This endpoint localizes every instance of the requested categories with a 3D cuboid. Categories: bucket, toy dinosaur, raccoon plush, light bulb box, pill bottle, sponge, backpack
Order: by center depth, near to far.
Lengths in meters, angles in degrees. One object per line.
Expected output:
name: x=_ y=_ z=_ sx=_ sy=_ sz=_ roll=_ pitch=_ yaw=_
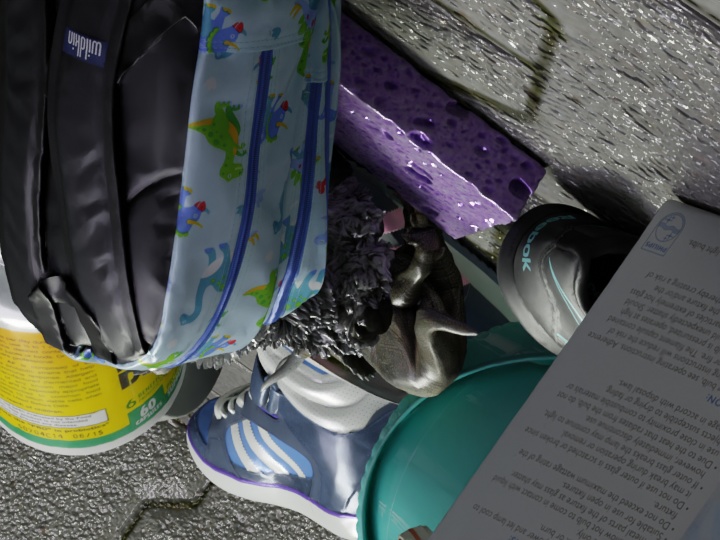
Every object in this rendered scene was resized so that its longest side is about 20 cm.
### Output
light bulb box: x=0.156 y=0.116 z=1.098 sx=0.198 sy=0.200 sz=0.125 roll=42 pitch=169 yaw=-34
backpack: x=-0.082 y=-0.057 z=1.112 sx=0.163 sy=0.200 sz=0.154 roll=16 pitch=-171 yaw=39
sponge: x=-0.015 y=-0.088 z=1.225 sx=0.200 sy=0.030 sz=0.112 roll=37 pitch=171 yaw=-8
raccoon plush: x=-0.072 y=0.017 z=1.289 sx=0.200 sy=0.134 sz=0.097 roll=-42 pitch=66 yaw=60
toy dinosaur: x=0.022 y=0.019 z=1.340 sx=0.200 sy=0.077 sz=0.102 roll=18 pitch=119 yaw=54
pill bottle: x=-0.148 y=-0.001 z=1.348 sx=0.113 sy=0.113 sz=0.200 roll=32 pitch=155 yaw=20
bucket: x=0.105 y=0.130 z=1.375 sx=0.135 sy=0.207 sz=0.207 roll=33 pitch=172 yaw=48

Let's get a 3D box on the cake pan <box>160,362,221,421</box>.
cake pan: x=-0.120 y=-0.002 z=1.595 sx=0.037 sy=0.201 sz=0.200 roll=0 pitch=156 yaw=21

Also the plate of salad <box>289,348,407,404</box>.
plate of salad: x=-0.020 y=0.001 z=1.533 sx=0.200 sy=0.048 sz=0.200 roll=35 pitch=-161 yaw=-14

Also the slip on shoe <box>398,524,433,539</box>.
slip on shoe: x=0.020 y=0.201 z=1.300 sx=0.074 sy=0.061 sz=0.200 roll=52 pitch=147 yaw=36

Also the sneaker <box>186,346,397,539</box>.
sneaker: x=-0.042 y=0.066 z=1.641 sx=0.200 sy=0.081 sz=0.147 roll=22 pitch=131 yaw=48

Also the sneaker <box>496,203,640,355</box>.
sneaker: x=0.144 y=0.048 z=1.191 sx=0.200 sy=0.075 sz=0.079 roll=37 pitch=168 yaw=-12

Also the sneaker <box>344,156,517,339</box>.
sneaker: x=0.000 y=0.000 z=1.444 sx=0.200 sy=0.082 sz=0.070 roll=38 pitch=170 yaw=-12
